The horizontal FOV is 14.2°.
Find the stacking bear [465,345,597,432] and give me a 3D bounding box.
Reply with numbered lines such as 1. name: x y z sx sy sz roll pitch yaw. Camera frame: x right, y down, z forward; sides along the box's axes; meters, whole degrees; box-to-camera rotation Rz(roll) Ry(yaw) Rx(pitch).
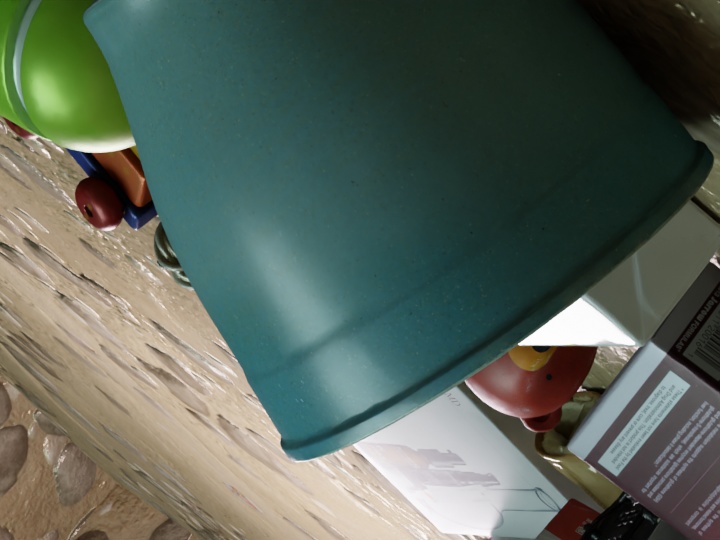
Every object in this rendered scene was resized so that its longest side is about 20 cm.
1. stacking bear: 0.031 0.004 1.476 0.200 0.122 0.114 32 168 -6

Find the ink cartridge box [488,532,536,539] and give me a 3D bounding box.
1. ink cartridge box: 0.118 0.218 1.811 0.068 0.200 0.115 45 168 -33

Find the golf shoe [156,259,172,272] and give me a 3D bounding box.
1. golf shoe: -0.056 -0.024 1.779 0.088 0.077 0.200 18 176 -18

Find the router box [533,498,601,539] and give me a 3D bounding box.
1. router box: 0.134 0.241 1.600 0.200 0.180 0.049 28 161 47

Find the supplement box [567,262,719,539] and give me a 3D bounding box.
1. supplement box: 0.204 0.098 1.313 0.200 0.061 0.109 38 145 5

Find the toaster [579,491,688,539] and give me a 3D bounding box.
1. toaster: 0.169 0.162 1.459 0.119 0.181 0.200 37 169 -1

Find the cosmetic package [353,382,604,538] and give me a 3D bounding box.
1. cosmetic package: 0.054 0.090 1.773 0.151 0.052 0.200 -4 139 47

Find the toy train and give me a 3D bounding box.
1. toy train: -0.115 -0.068 1.656 0.200 0.085 0.116 50 156 4

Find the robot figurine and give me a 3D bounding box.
1. robot figurine: -0.160 -0.132 1.490 0.200 0.116 0.175 30 172 37

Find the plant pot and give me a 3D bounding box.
1. plant pot: -0.001 -0.061 1.104 0.188 0.200 0.200 54 167 -6

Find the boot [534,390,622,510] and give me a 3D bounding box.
1. boot: 0.201 0.155 1.648 0.200 0.066 0.175 42 168 -13

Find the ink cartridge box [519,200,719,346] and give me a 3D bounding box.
1. ink cartridge box: 0.069 -0.025 1.316 0.117 0.067 0.200 40 168 -13
